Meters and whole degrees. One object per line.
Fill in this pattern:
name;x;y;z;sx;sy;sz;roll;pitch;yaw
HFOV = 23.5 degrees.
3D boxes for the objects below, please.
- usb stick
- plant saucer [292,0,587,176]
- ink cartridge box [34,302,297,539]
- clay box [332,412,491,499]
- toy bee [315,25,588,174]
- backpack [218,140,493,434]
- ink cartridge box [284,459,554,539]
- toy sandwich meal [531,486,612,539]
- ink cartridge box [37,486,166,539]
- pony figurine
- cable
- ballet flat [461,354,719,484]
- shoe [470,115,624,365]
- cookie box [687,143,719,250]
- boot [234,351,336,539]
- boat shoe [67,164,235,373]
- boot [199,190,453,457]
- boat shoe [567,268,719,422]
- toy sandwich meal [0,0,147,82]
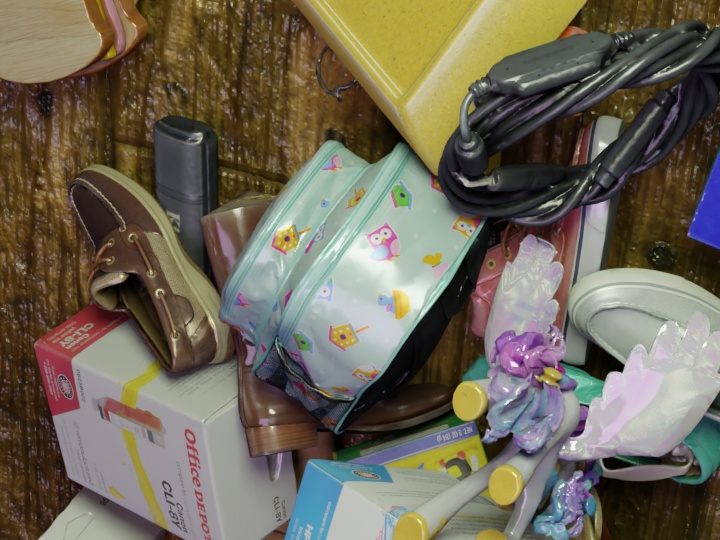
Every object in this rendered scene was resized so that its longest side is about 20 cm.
usb stick;-0.136;-0.028;1.358;0.055;0.033;0.200;18;126;23
plant saucer;0.040;-0.195;1.086;0.200;0.048;0.200;52;120;27
ink cartridge box;-0.155;0.125;1.389;0.200;0.083;0.145;20;130;37
clay box;0.063;0.221;1.352;0.115;0.048;0.200;-18;98;0
toy bee;0.087;-0.128;1.157;0.200;0.109;0.131;31;91;43
backpack;0.000;0.000;1.185;0.153;0.176;0.200;39;159;-6
ink cartridge box;0.062;0.209;1.203;0.200;0.144;0.085;24;99;49
toy sandwich meal;0.176;0.232;1.300;0.070;0.205;0.205;-7;121;-7
ink cartridge box;-0.251;0.306;1.546;0.084;0.145;0.200;24;127;9
pony figurine;0.119;0.096;1.120;0.166;0.200;0.193;31;113;24
cable;0.146;-0.087;1.059;0.200;0.051;0.163;-20;149;-8
ballet flat;0.167;0.112;1.255;0.200;0.070;0.067;12;139;8
shoe;0.128;-0.024;1.211;0.091;0.072;0.200;13;128;12
cookie box;0.317;-0.085;1.081;0.171;0.075;0.200;23;126;11
boot;-0.028;0.141;1.391;0.175;0.066;0.200;6;120;22
boat shoe;-0.177;0.000;1.334;0.200;0.072;0.072;52;143;20
boot;-0.022;0.028;1.314;0.064;0.186;0.200;-20;80;59
boat shoe;0.234;0.063;1.180;0.201;0.072;0.070;23;126;-13
toy sandwich meal;-0.245;-0.231;1.255;0.205;0.070;0.205;12;123;19
